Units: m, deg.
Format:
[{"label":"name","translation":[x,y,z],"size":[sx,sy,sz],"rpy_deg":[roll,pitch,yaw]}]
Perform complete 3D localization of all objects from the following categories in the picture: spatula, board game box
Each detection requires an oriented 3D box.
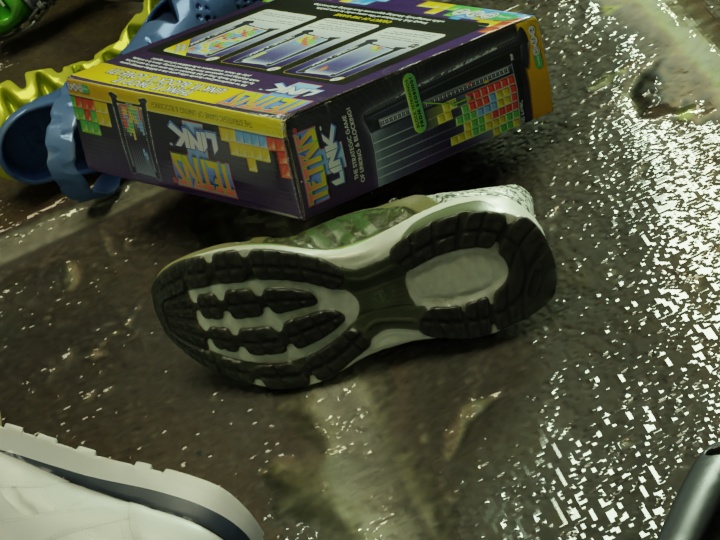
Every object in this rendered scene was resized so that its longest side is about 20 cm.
[{"label":"spatula","translation":[0.116,0.130,1.052],"size":[0.056,0.021,0.200],"rpy_deg":[-5,36,30]},{"label":"board game box","translation":[-0.028,-0.090,1.391],"size":[0.165,0.057,0.200],"rpy_deg":[-26,24,-31]}]

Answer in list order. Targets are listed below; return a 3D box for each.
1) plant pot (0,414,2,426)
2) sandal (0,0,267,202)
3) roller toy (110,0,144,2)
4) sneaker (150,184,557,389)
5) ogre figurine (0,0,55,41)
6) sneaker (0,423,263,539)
[{"label":"plant pot","translation":[-0.260,0.119,1.312],"size":[0.200,0.028,0.200],"rpy_deg":[-18,32,11]},{"label":"sandal","translation":[-0.114,-0.099,1.499],"size":[0.200,0.080,0.087],"rpy_deg":[-36,36,-4]},{"label":"roller toy","translation":[-0.094,-0.231,1.567],"size":[0.182,0.140,0.200],"rpy_deg":[-12,-6,4]},{"label":"sneaker","translation":[0.000,0.000,1.291],"size":[0.200,0.077,0.089],"rpy_deg":[-9,21,14]},{"label":"ogre figurine","translation":[-0.186,-0.236,1.723],"size":[0.120,0.098,0.200],"rpy_deg":[-23,18,24]},{"label":"sneaker","translation":[-0.141,0.122,1.175],"size":[0.200,0.076,0.081],"rpy_deg":[7,57,30]}]
